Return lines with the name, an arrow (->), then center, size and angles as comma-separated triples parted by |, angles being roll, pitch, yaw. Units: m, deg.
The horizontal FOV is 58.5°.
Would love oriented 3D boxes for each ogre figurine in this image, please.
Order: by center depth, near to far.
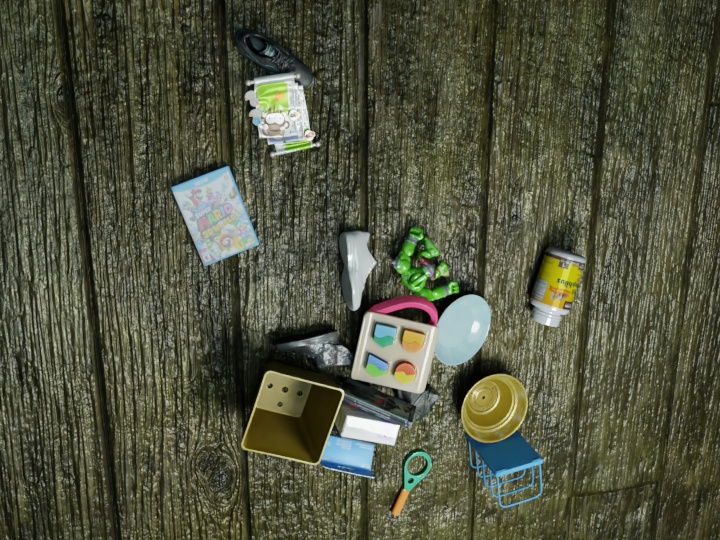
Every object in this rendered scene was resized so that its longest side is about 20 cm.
ogre figurine -> 0.157, -0.001, 1.642 | 0.120, 0.098, 0.201 | -37, 121, -15

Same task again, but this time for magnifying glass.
magnifying glass -> 0.138, 0.601, 1.823 | 0.079, 0.022, 0.202 | 21, 98, -19

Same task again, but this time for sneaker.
sneaker -> -0.193, -0.469, 1.443 | 0.199, 0.079, 0.076 | 27, 94, -21
sneaker -> 0.000, 0.000, 1.617 | 0.088, 0.075, 0.202 | -8, 104, -25
sneaker -> -0.115, 0.212, 1.640 | 0.198, 0.060, 0.105 | -11, 101, -15
sneaker -> 0.144, 0.311, 1.727 | 0.113, 0.076, 0.201 | -25, 111, -9

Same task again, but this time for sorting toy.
sorting toy -> 0.087, 0.211, 1.627 | 0.198, 0.037, 0.187 | 11, 104, -4

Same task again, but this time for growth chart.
growth chart -> -0.182, -0.358, 1.481 | 0.143, 0.018, 0.202 | -19, 125, -8

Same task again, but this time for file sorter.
file sorter -> 0.398, 0.536, 1.783 | 0.137, 0.200, 0.124 | -13, 109, -11

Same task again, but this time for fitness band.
fitness band -> 0.102, 0.133, 1.653 | 0.198, 0.038, 0.144 | -19, 123, 19

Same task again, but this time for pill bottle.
pill bottle -> 0.528, 0.045, 1.742 | 0.108, 0.109, 0.202 | 12, 100, -17

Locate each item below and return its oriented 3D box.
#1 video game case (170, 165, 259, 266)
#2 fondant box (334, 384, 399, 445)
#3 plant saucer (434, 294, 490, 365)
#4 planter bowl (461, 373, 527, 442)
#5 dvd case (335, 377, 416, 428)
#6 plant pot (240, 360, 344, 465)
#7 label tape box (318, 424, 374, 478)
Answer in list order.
video game case -> -0.341, -0.128, 1.519 | 0.142, 0.018, 0.202 | -22, 108, -8
fondant box -> 0.000, 0.362, 1.633 | 0.143, 0.200, 0.059 | 15, 100, -18
plant saucer -> 0.262, 0.153, 1.718 | 0.199, 0.039, 0.203 | -14, 117, -29
planter bowl -> 0.357, 0.368, 1.790 | 0.198, 0.083, 0.203 | -3, 104, -13
dvd case -> 0.042, 0.333, 1.628 | 0.198, 0.146, 0.022 | 23, 97, 8
plant pot -> -0.176, 0.329, 1.590 | 0.198, 0.176, 0.202 | 17, 99, -16
label tape box -> -0.044, 0.440, 1.641 | 0.142, 0.200, 0.067 | 17, 97, -18
